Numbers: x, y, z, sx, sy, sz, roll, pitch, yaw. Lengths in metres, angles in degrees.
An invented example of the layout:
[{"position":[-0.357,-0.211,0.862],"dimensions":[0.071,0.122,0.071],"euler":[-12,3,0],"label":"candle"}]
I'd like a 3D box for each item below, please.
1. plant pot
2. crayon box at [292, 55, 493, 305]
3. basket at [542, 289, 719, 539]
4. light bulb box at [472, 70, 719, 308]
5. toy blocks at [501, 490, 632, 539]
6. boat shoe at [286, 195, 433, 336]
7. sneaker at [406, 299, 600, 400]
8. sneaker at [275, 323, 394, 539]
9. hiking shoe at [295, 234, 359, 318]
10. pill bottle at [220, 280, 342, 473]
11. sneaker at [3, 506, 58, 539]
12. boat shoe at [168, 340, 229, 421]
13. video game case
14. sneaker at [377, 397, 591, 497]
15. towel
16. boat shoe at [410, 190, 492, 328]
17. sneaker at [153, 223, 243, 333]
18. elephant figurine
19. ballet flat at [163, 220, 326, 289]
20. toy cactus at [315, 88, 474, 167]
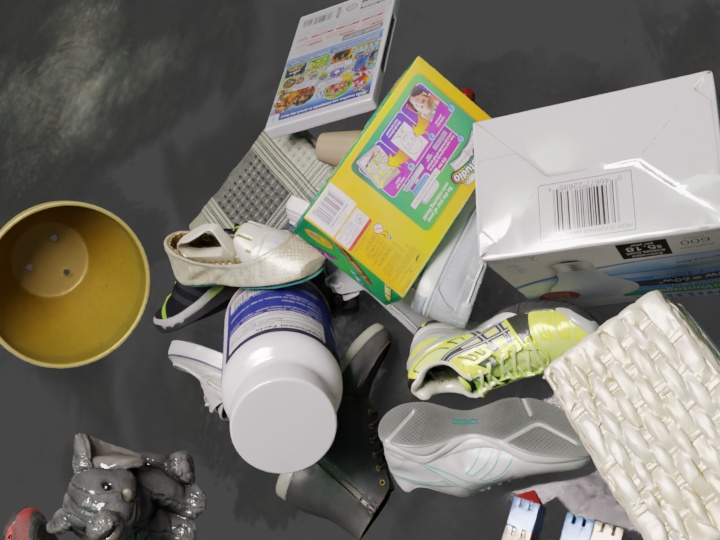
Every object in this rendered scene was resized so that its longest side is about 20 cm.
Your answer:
[{"position":[-0.377,0.002,1.115],"dimensions":[0.203,0.198,0.141],"euler":[-61,32,-1],"label":"plant pot"},{"position":[0.041,-0.085,0.847],"dimensions":[0.118,0.058,0.202],"euler":[37,74,-8],"label":"crayon box"},{"position":[0.258,0.132,0.727],"dimensions":[0.135,0.123,0.202],"euler":[-38,60,14],"label":"basket"},{"position":[0.220,-0.053,0.764],"dimensions":[0.195,0.199,0.128],"euler":[-8,71,27],"label":"light bulb box"},{"position":[0.188,0.273,0.750],"dimensions":[0.197,0.100,0.139],"euler":[10,68,33],"label":"toy blocks"},{"position":[0.000,0.000,0.906],"dimensions":[0.069,0.198,0.072],"euler":[-56,13,0],"label":"boat shoe"},{"position":[0.132,0.084,0.834],"dimensions":[0.197,0.076,0.077],"euler":[-16,34,35],"label":"sneaker"},{"position":[0.006,0.162,0.905],"dimensions":[0.105,0.075,0.203],"euler":[26,80,14],"label":"sneaker"},{"position":[-0.053,0.029,0.960],"dimensions":[0.100,0.076,0.202],"euler":[35,99,6],"label":"hiking shoe"},{"position":[-0.076,0.092,0.845],"dimensions":[0.115,0.116,0.201],"euler":[-40,23,12],"label":"pill bottle"},{"position":[-0.354,0.360,1.035],"dimensions":[0.097,0.071,0.203],"euler":[-35,62,16],"label":"sneaker"},{"position":[-0.143,0.134,0.993],"dimensions":[0.197,0.072,0.067],"euler":[18,78,24],"label":"boat shoe"},{"position":[-0.029,-0.245,1.037],"dimensions":[0.141,0.018,0.203],"euler":[-11,48,28],"label":"video game case"},{"position":[0.117,0.169,0.834],"dimensions":[0.196,0.082,0.071],"euler":[-1,35,12],"label":"sneaker"},{"position":[-0.096,-0.060,1.054],"dimensions":[0.193,0.034,0.200],"euler":[-49,59,11],"label":"towel"},{"position":[0.118,-0.025,0.876],"dimensions":[0.071,0.070,0.202],"euler":[28,59,7],"label":"boat shoe"},{"position":[-0.176,0.005,1.020],"dimensions":[0.198,0.071,0.084],"euler":[-29,87,38],"label":"sneaker"},{"position":[-0.267,0.239,0.947],"dimensions":[0.153,0.199,0.144],"euler":[-26,63,20],"label":"elephant figurine"},{"position":[-0.124,-0.017,0.888],"dimensions":[0.197,0.063,0.068],"euler":[-5,35,34],"label":"ballet flat"},{"position":[0.034,-0.119,0.950],"dimensions":[0.162,0.103,0.203],"euler":[11,69,22],"label":"toy cactus"}]
